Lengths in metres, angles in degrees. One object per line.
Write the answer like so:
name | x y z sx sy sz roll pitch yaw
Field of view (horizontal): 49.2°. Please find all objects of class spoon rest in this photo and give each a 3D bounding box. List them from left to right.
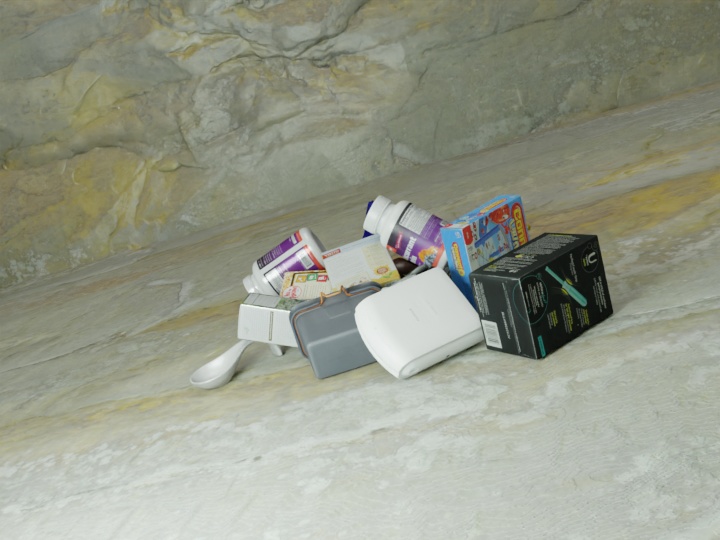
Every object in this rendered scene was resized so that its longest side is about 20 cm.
spoon rest | -0.261 0.187 1.629 0.199 0.061 0.099 -24 16 -28

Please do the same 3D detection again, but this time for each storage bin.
storage bin | -0.029 0.115 1.510 0.198 0.147 0.134 -18 25 -4

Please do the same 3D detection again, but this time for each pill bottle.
pill bottle | -0.176 -0.005 1.857 0.199 0.113 0.113 -34 13 6
pill bottle | 0.111 -0.081 1.694 0.199 0.112 0.111 28 28 10

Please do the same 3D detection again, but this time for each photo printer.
photo printer | 0.099 0.094 1.403 0.199 0.070 0.167 -22 56 -21

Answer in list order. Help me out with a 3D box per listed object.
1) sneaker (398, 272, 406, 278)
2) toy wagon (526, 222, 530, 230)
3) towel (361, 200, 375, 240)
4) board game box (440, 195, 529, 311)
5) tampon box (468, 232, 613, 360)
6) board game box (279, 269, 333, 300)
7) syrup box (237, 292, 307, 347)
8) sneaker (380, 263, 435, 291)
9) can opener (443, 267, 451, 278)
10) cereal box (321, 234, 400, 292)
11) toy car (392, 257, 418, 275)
sneaker | 0.112 0.038 1.699 0.199 0.088 0.074 -22 16 -12
toy wagon | 0.291 -0.030 1.701 0.200 0.040 0.155 -36 13 23
towel | 0.026 -0.064 1.871 0.049 0.202 0.148 8 7 -6
board game box | 0.257 -0.022 1.542 0.195 0.202 0.056 -29 21 -38
tampon box | 0.312 0.039 1.353 0.199 0.151 0.126 -25 17 -30
board game box | -0.079 0.062 1.731 0.198 0.047 0.152 -2 40 9
syrup box | -0.147 0.107 1.631 0.198 0.082 0.079 9 19 5
sneaker | 0.122 0.042 1.561 0.115 0.075 0.200 -38 -16 12
can opener | 0.231 -0.018 1.668 0.066 0.054 0.200 9 45 34
cereal box | 0.000 0.000 1.698 0.143 0.040 0.200 -19 31 -1
toy car | 0.106 -0.054 1.824 0.157 0.202 0.164 -21 15 -17
